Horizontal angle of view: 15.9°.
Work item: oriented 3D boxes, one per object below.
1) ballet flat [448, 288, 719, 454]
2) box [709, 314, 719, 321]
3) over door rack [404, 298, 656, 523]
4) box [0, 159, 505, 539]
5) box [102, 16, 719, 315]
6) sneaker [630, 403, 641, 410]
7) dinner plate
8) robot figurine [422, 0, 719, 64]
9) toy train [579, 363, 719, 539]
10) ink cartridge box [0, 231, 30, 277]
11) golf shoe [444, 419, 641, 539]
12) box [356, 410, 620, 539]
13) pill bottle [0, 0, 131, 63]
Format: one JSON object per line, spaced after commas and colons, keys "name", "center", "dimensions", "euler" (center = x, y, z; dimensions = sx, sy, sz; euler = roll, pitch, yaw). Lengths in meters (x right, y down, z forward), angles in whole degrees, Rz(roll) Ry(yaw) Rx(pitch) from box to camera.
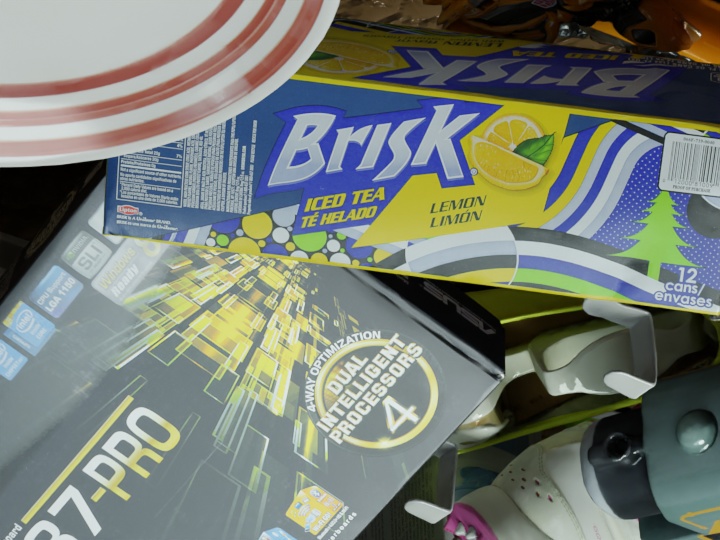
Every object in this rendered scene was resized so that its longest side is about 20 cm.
{"name": "ballet flat", "center": [0.071, 0.040, 1.085], "dimensions": [0.199, 0.067, 0.067], "euler": [-15, 105, 19]}
{"name": "box", "center": [0.250, -0.027, 0.933], "dimensions": [0.199, 0.050, 0.198], "euler": [-21, 167, 31]}
{"name": "over door rack", "center": [0.000, 0.000, 1.006], "dimensions": [0.200, 0.067, 0.148], "euler": [35, 139, -15]}
{"name": "box", "center": [-0.068, 0.052, 0.948], "dimensions": [0.161, 0.049, 0.200], "euler": [37, 112, -13]}
{"name": "box", "center": [0.022, -0.039, 0.828], "dimensions": [0.199, 0.070, 0.065], "euler": [8, 112, 5]}
{"name": "sneaker", "center": [0.212, 0.061, 1.130], "dimensions": [0.199, 0.074, 0.087], "euler": [-25, 156, 24]}
{"name": "dinner plate", "center": [-0.103, -0.088, 0.693], "dimensions": [0.199, 0.024, 0.200], "euler": [0, 150, 0]}
{"name": "robot figurine", "center": [0.109, -0.094, 0.869], "dimensions": [0.199, 0.058, 0.145], "euler": [17, 149, -28]}
{"name": "toy train", "center": [0.183, 0.063, 0.994], "dimensions": [0.199, 0.086, 0.114], "euler": [-15, 157, 31]}
{"name": "ink cartridge box", "center": [-0.185, 0.070, 1.027], "dimensions": [0.159, 0.047, 0.201], "euler": [19, 118, 3]}
{"name": "golf shoe", "center": [0.120, 0.149, 1.103], "dimensions": [0.200, 0.092, 0.075], "euler": [54, 164, -29]}
{"name": "box", "center": [0.097, 0.134, 1.208], "dimensions": [0.199, 0.113, 0.101], "euler": [15, 147, -26]}
{"name": "pill bottle", "center": [-0.046, -0.145, 0.733], "dimensions": [0.112, 0.113, 0.200], "euler": [26, 140, -38]}
